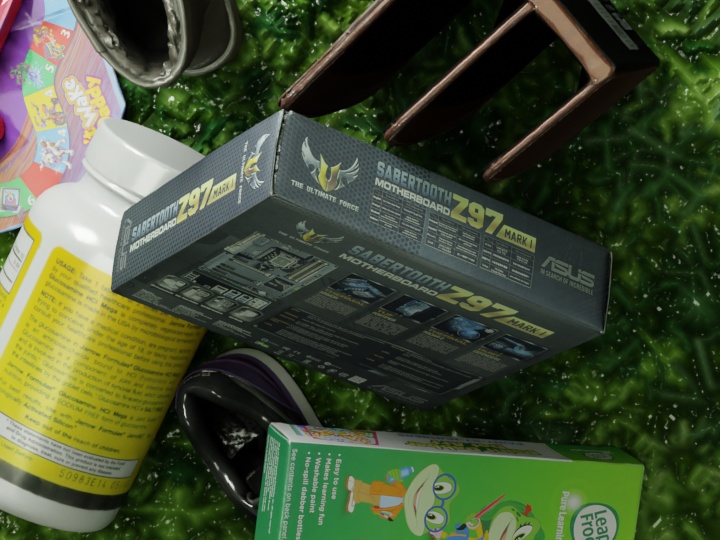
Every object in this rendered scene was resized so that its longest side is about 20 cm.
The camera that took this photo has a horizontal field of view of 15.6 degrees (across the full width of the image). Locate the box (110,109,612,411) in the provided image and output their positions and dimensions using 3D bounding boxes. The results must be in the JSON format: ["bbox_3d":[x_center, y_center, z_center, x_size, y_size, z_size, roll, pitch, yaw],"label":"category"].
[{"bbox_3d":[0.000,0.000,1.292,0.199,0.157,0.051,21,63,-27],"label":"box"}]

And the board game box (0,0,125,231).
[{"bbox_3d":[-0.222,-0.118,1.420,0.157,0.039,0.201,-19,92,13],"label":"board game box"}]

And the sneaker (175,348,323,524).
[{"bbox_3d":[-0.026,0.131,1.383,0.200,0.088,0.076,45,102,5],"label":"sneaker"}]

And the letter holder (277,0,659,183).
[{"bbox_3d":[0.054,-0.091,1.288,0.142,0.200,0.101,-41,86,13],"label":"letter holder"}]

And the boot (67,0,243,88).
[{"bbox_3d":[-0.121,-0.172,1.319,0.072,0.200,0.183,-31,88,13],"label":"boot"}]

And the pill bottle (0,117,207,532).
[{"bbox_3d":[-0.141,0.027,1.387,0.112,0.112,0.201,28,101,9],"label":"pill bottle"}]

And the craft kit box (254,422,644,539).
[{"bbox_3d":[0.038,0.186,1.353,0.196,0.048,0.202,4,98,-20],"label":"craft kit box"}]
